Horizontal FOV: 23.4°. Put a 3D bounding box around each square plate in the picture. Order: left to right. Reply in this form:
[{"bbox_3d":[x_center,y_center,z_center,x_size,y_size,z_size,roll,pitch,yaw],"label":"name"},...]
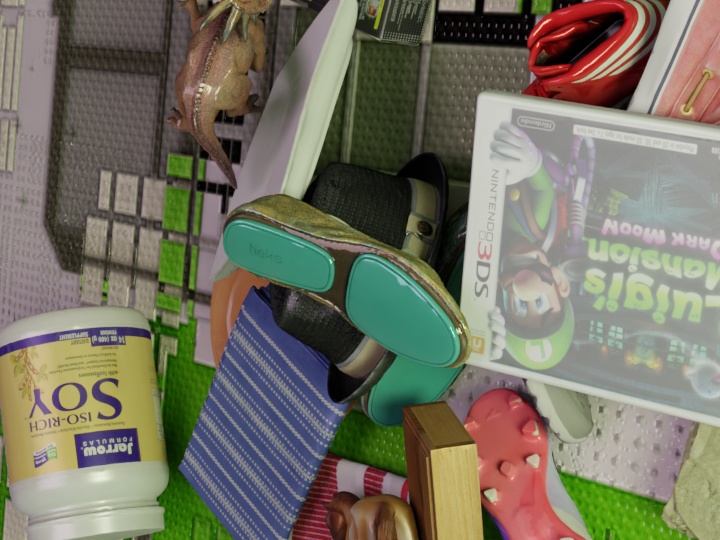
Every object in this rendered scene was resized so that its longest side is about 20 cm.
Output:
[{"bbox_3d":[-0.057,-0.101,1.353,0.198,0.028,0.201,137,152,-64],"label":"square plate"}]

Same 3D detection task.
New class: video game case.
[{"bbox_3d":[0.156,-0.010,1.091,0.199,0.023,0.183,13,107,30],"label":"video game case"}]

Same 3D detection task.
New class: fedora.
[{"bbox_3d":[-0.012,-0.007,1.279,0.201,0.091,0.201,-59,16,28],"label":"fedora"}]

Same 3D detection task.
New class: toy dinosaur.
[{"bbox_3d":[-0.113,-0.171,1.380,0.136,0.085,0.201,165,113,-84],"label":"toy dinosaur"}]

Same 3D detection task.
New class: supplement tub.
[{"bbox_3d":[-0.250,0.143,1.571,0.145,0.145,0.201,-21,74,47],"label":"supplement tub"}]

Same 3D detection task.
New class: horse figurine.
[{"bbox_3d":[0.013,0.212,1.265,0.200,0.050,0.133,111,151,-71],"label":"horse figurine"}]

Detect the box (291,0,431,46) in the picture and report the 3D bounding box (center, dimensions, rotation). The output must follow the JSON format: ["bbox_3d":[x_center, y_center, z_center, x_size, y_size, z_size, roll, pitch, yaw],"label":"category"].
[{"bbox_3d":[0.006,-0.294,1.359,0.160,0.044,0.201,30,112,44],"label":"box"}]

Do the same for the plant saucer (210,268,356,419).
[{"bbox_3d":[-0.066,0.044,1.447,0.200,0.032,0.201,0,90,49],"label":"plant saucer"}]

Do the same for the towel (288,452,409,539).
[{"bbox_3d":[-0.001,0.225,1.369,0.200,0.023,0.145,12,98,45],"label":"towel"}]

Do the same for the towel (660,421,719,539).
[{"bbox_3d":[0.275,0.133,1.052,0.200,0.036,0.149,34,113,45],"label":"towel"}]

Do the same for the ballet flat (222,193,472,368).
[{"bbox_3d":[0.000,0.000,1.178,0.200,0.071,0.071,25,110,22],"label":"ballet flat"}]

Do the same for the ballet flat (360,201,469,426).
[{"bbox_3d":[0.058,0.029,1.291,0.200,0.074,0.074,-56,51,30],"label":"ballet flat"}]

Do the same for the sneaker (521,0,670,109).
[{"bbox_3d":[0.127,-0.126,1.163,0.200,0.115,0.079,-43,58,38],"label":"sneaker"}]

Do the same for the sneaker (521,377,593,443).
[{"bbox_3d":[0.137,0.020,1.182,0.075,0.082,0.201,-87,-16,-81],"label":"sneaker"}]

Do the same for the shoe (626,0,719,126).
[{"bbox_3d":[0.223,-0.096,1.087,0.091,0.071,0.201,34,127,27],"label":"shoe"}]

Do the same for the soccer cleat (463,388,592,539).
[{"bbox_3d":[0.124,0.170,1.209,0.067,0.077,0.200,-28,47,5],"label":"soccer cleat"}]

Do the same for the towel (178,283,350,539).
[{"bbox_3d":[-0.077,0.129,1.424,0.145,0.024,0.200,45,123,36],"label":"towel"}]

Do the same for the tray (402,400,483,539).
[{"bbox_3d":[0.061,0.204,1.230,0.099,0.037,0.201,-128,33,-74],"label":"tray"}]
